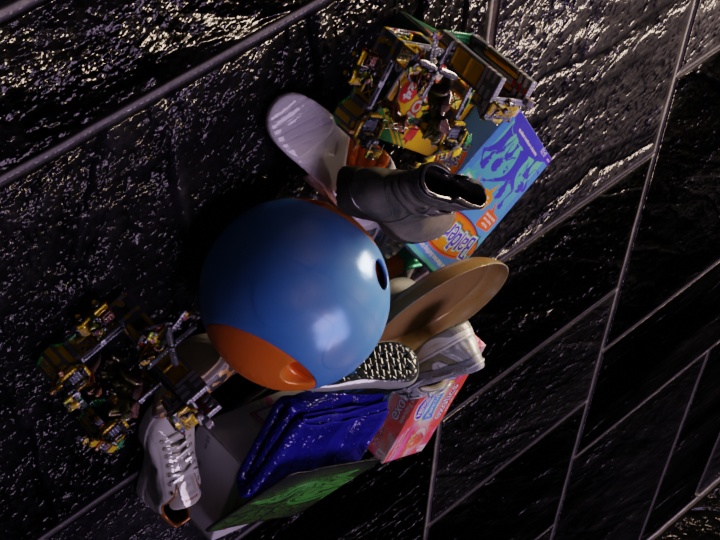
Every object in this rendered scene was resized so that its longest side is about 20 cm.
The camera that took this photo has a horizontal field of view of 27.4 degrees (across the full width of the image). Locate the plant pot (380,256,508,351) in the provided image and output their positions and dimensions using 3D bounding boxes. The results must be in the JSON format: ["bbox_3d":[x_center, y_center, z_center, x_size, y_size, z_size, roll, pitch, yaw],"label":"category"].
[{"bbox_3d":[0.086,0.042,1.761,0.199,0.028,0.200,-29,162,-11],"label":"plant pot"}]

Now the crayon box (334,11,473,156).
[{"bbox_3d":[0.071,-0.196,1.615,0.127,0.051,0.200,-55,153,14],"label":"crayon box"}]

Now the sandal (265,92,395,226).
[{"bbox_3d":[-0.036,-0.127,1.552,0.079,0.059,0.207,-52,132,-4],"label":"sandal"}]

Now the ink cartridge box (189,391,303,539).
[{"bbox_3d":[-0.124,0.238,1.872,0.199,0.085,0.145,-17,140,-43],"label":"ink cartridge box"}]

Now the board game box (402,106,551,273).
[{"bbox_3d":[0.125,-0.095,1.713,0.200,0.045,0.152,-49,150,0],"label":"board game box"}]

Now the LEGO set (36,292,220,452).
[{"bbox_3d":[-0.228,0.125,1.512,0.154,0.116,0.200,-37,150,-20],"label":"LEGO set"}]

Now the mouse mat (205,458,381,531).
[{"bbox_3d":[-0.080,0.277,1.826,0.161,0.008,0.200,-36,161,29],"label":"mouse mat"}]

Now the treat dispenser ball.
[{"bbox_3d":[-0.068,0.025,1.540,0.201,0.201,0.201,-35,151,-23],"label":"treat dispenser ball"}]

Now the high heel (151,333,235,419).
[{"bbox_3d":[-0.149,0.115,1.681,0.200,0.071,0.143,-49,148,-16],"label":"high heel"}]

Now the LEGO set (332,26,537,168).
[{"bbox_3d":[0.083,-0.164,1.489,0.200,0.116,0.154,9,119,-50],"label":"LEGO set"}]

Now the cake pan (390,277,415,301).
[{"bbox_3d":[0.018,0.087,1.838,0.200,0.037,0.201,-35,151,-23],"label":"cake pan"}]

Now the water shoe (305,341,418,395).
[{"bbox_3d":[-0.033,0.117,1.684,0.199,0.072,0.079,8,152,-22],"label":"water shoe"}]

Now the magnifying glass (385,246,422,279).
[{"bbox_3d":[0.063,-0.018,1.778,0.200,0.022,0.080,-31,149,-28],"label":"magnifying glass"}]

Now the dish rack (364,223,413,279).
[{"bbox_3d":[0.000,0.000,1.781,0.171,0.044,0.201,-17,140,-46],"label":"dish rack"}]

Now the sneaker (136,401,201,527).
[{"bbox_3d":[-0.211,0.222,1.727,0.073,0.085,0.201,-26,145,-32],"label":"sneaker"}]

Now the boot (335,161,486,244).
[{"bbox_3d":[0.077,-0.068,1.531,0.200,0.130,0.068,13,79,-54],"label":"boot"}]

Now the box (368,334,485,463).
[{"bbox_3d":[0.068,0.151,2.018,0.094,0.103,0.201,-9,135,-50],"label":"box"}]

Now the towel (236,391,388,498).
[{"bbox_3d":[-0.052,0.209,1.797,0.200,0.050,0.148,-1,124,-54],"label":"towel"}]

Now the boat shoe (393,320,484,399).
[{"bbox_3d":[0.094,0.125,1.838,0.074,0.065,0.202,-22,167,-31],"label":"boat shoe"}]
